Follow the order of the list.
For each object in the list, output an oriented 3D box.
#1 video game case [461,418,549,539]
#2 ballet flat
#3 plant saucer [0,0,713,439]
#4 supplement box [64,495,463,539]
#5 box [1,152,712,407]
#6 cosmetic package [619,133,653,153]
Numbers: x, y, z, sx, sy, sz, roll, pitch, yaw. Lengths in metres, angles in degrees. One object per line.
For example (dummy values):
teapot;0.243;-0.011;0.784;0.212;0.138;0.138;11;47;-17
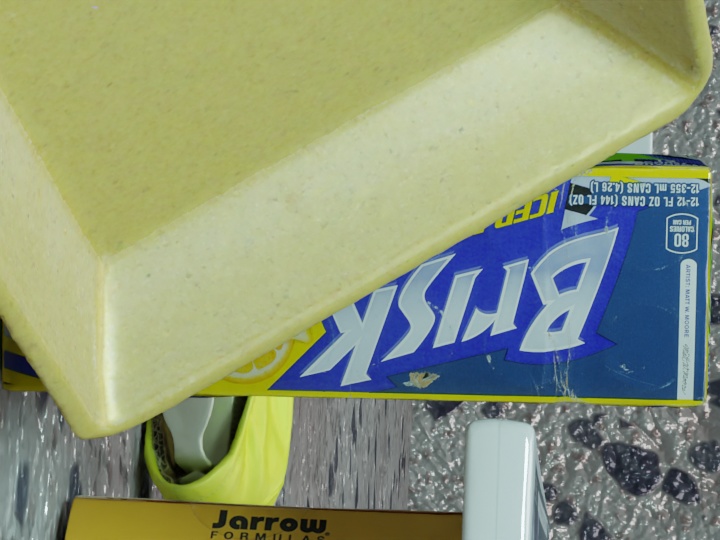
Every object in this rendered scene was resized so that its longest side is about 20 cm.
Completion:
video game case;0.044;0.151;0.819;0.200;0.023;0.183;68;24;-77
ballet flat;-0.052;0.002;1.033;0.067;0.067;0.201;29;63;-61
plant saucer;-0.018;-0.066;0.651;0.049;0.199;0.200;57;-6;32
supplement box;-0.033;0.211;0.860;0.200;0.132;0.198;87;7;-47
box;0.000;0.000;0.765;0.064;0.199;0.070;-54;145;-83
cosmetic package;0.044;-0.048;1.339;0.123;0.199;0.200;-74;166;-82
